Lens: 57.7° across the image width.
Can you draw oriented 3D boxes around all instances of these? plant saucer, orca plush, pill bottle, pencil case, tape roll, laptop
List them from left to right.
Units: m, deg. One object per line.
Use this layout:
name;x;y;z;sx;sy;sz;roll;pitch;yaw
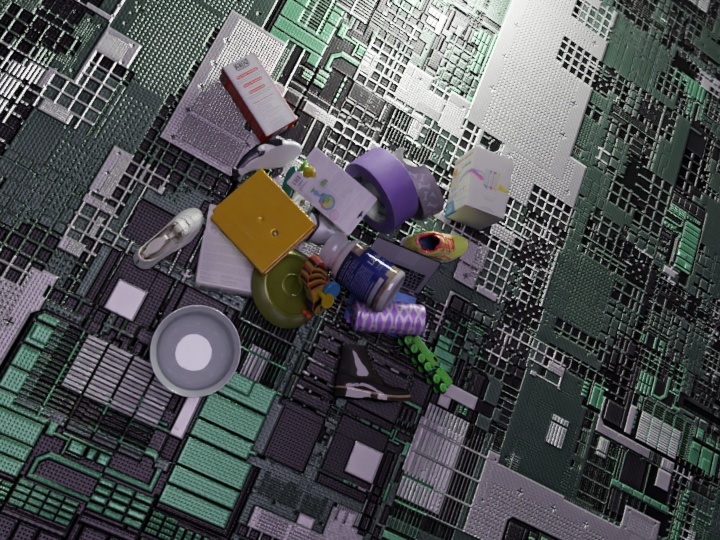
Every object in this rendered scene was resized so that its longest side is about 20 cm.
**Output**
orca plush;-0.248;-0.285;1.646;0.199;0.071;0.106;-38;139;-14
plant saucer;-0.171;0.038;1.588;0.198;0.031;0.204;8;76;-36
pill bottle;0.000;0.000;1.578;0.199;0.116;0.116;35;69;11
tape roll;0.050;-0.201;1.653;0.085;0.200;0.201;-36;93;-21
pencil case;0.070;0.118;1.638;0.197;0.085;0.085;7;82;-12
laptop;0.081;0.049;1.668;0.185;0.201;0.117;20;40;-16

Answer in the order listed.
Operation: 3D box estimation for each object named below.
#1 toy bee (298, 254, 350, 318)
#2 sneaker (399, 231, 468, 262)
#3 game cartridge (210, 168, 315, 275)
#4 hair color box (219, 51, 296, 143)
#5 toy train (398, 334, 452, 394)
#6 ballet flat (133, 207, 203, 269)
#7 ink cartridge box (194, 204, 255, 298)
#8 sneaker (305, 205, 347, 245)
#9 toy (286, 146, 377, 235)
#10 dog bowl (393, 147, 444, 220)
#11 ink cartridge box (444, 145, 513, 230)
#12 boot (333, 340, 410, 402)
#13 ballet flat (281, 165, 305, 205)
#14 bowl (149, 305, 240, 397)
toy bee;-0.098;0.062;1.554;0.108;0.131;0.201;-41;120;-10
sneaker;0.210;-0.066;1.748;0.197;0.090;0.080;-4;80;-22
game cartridge;-0.234;-0.117;1.555;0.176;0.032;0.200;-42;79;-13
hair color box;-0.260;-0.436;1.656;0.101;0.061;0.202;-34;94;-22
toy train;0.170;0.233;1.698;0.056;0.042;0.201;-42;102;-32
ballet flat;-0.441;-0.077;1.520;0.200;0.069;0.070;-43;96;-22
ink cartridge box;-0.307;-0.045;1.580;0.158;0.050;0.203;11;67;-18
sneaker;-0.070;-0.147;1.669;0.114;0.075;0.202;28;77;-14
toy;-0.071;-0.194;1.606;0.199;0.047;0.116;40;86;-5
dog bowl;0.131;-0.217;1.692;0.058;0.200;0.201;-36;94;-11
ink cartridge box;0.329;-0.237;1.803;0.123;0.128;0.203;17;74;-16
boot;0.035;0.255;1.635;0.197;0.077;0.141;11;72;-19
ballet flat;-0.171;-0.159;1.632;0.068;0.069;0.203;17;71;-17
bowl;-0.377;0.184;1.482;0.198;0.090;0.205;4;80;-20
